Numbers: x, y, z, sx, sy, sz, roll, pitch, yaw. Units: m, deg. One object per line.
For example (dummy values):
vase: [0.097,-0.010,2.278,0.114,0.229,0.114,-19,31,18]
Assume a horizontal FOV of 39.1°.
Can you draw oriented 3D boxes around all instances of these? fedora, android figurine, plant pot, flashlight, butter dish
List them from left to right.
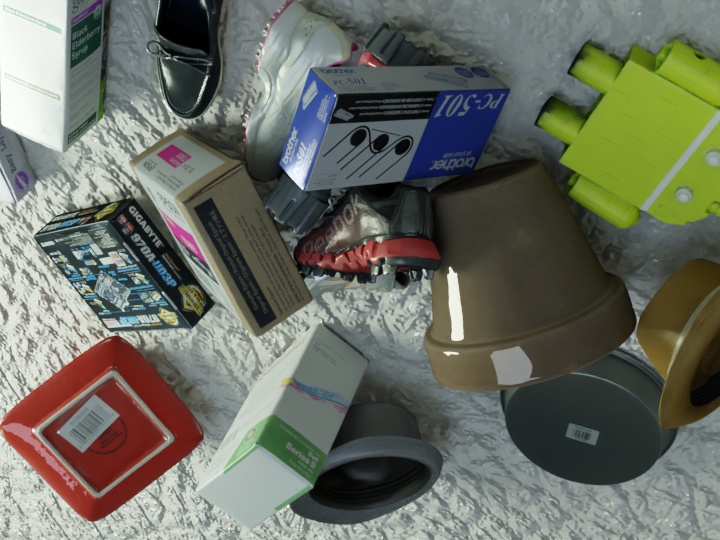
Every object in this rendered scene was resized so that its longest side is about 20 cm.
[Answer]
butter dish: [-0.344,0.193,1.360,0.200,0.148,0.200,-37,112,-3]
flashlight: [-0.013,-0.125,0.921,0.068,0.068,0.200,32,98,-40]
fedora: [0.003,0.224,1.229,0.176,0.091,0.200,18,136,-30]
plant pot: [0.141,-0.006,0.949,0.199,0.200,0.175,-10,104,31]
android figurine: [0.258,-0.113,0.889,0.199,0.041,0.182,32,133,0]
fedora: [0.314,0.052,0.935,0.082,0.200,0.201,41,143,35]

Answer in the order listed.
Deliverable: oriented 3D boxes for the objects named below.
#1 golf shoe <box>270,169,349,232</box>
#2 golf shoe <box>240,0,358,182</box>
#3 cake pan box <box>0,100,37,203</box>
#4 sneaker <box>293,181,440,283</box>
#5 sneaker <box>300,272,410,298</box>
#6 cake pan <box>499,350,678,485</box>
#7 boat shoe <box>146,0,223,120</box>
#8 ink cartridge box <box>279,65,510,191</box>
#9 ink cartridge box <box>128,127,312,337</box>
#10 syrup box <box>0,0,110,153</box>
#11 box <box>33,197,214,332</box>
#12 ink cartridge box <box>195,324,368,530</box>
golf shoe: [-0.012,-0.091,1.001,0.200,0.088,0.077,-28,110,37]
golf shoe: [-0.061,-0.157,0.981,0.091,0.075,0.200,21,134,3]
cake pan box: [-0.494,-0.168,1.189,0.183,0.052,0.201,3,128,25]
sneaker: [0.004,-0.039,0.957,0.071,0.098,0.200,7,173,-34]
sneaker: [0.000,0.000,1.082,0.092,0.076,0.200,42,133,-17]
cake pan: [0.248,0.166,1.123,0.199,0.037,0.201,13,131,15]
boat shoe: [-0.169,-0.225,0.982,0.074,0.062,0.200,23,134,4]
ink cartridge box: [0.032,-0.126,0.875,0.044,0.199,0.094,48,131,33]
ink cartridge box: [-0.146,-0.044,1.039,0.200,0.075,0.165,33,154,59]
syrup box: [-0.311,-0.230,1.031,0.081,0.079,0.200,24,133,6]
box: [-0.282,-0.001,1.194,0.200,0.046,0.159,-6,125,49]
ink cartridge box: [-0.088,0.179,1.181,0.087,0.200,0.145,37,132,-12]
